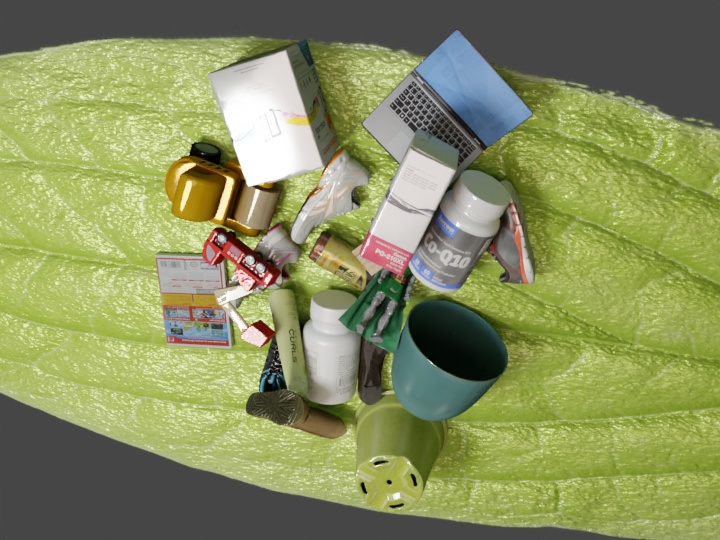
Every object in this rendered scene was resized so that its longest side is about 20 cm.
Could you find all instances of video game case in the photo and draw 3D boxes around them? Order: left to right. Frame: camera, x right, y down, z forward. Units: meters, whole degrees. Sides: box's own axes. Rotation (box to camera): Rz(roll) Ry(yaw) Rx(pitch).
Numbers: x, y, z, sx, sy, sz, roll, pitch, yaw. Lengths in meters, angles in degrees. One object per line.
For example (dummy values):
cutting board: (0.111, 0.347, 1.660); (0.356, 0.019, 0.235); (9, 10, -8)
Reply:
video game case: (-0.333, 0.062, 1.593); (0.142, 0.017, 0.201); (2, 112, 9)

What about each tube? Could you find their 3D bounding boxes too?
tube: (-0.132, 0.135, 1.491); (0.058, 0.201, 0.052); (0, 154, -25)

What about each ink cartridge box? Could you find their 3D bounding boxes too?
ink cartridge box: (-0.141, -0.269, 1.352); (0.144, 0.147, 0.201); (-13, 110, 15)
ink cartridge box: (0.082, -0.115, 1.301); (0.084, 0.145, 0.201); (25, 113, -2)

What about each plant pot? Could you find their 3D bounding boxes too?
plant pot: (0.068, 0.367, 1.555); (0.199, 0.184, 0.201); (4, 113, 8)
plant pot: (0.147, 0.181, 1.466); (0.200, 0.201, 0.161); (26, 126, -1)

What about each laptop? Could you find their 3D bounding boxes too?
laptop: (0.141, -0.253, 1.319); (0.187, 0.116, 0.200); (45, 88, -9)

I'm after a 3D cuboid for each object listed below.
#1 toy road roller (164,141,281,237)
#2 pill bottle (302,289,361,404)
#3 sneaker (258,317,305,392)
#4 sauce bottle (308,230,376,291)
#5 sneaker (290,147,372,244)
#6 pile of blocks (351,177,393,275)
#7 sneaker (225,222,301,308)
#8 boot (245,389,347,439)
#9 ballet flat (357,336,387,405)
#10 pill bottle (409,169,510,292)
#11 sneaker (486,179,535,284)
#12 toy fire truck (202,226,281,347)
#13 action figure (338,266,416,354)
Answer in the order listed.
toy road roller: (-0.256, -0.135, 1.428); (0.199, 0.146, 0.123); (22, 115, 1)
pill bottle: (-0.057, 0.146, 1.525); (0.114, 0.114, 0.201); (8, 114, 7)
sneaker: (-0.155, 0.185, 1.577); (0.073, 0.082, 0.201); (17, 113, 5)
sauce bottle: (0.000, 0.000, 1.481); (0.199, 0.066, 0.066); (30, 114, -4)
sneaker: (-0.053, -0.118, 1.441); (0.092, 0.076, 0.200); (31, 115, -8)
pile of blocks: (0.058, -0.088, 1.430); (0.082, 0.062, 0.201); (28, 103, -2)
sneaker: (-0.186, 0.009, 1.510); (0.088, 0.081, 0.200); (39, 114, -5)
boot: (-0.099, 0.284, 1.537); (0.200, 0.066, 0.175); (28, 164, -40)
ballet flat: (0.023, 0.170, 1.560); (0.067, 0.046, 0.201); (-4, 114, -24)
pill bottle: (0.172, -0.068, 1.376); (0.113, 0.114, 0.200); (26, 127, -1)
sneaker: (0.256, -0.060, 1.408); (0.081, 0.077, 0.201); (-9, 110, 20)
toy fire truck: (-0.221, 0.030, 1.452); (0.200, 0.049, 0.141); (36, 105, 7)
action figure: (0.056, 0.035, 1.435); (0.118, 0.201, 0.055); (33, 154, -11)
